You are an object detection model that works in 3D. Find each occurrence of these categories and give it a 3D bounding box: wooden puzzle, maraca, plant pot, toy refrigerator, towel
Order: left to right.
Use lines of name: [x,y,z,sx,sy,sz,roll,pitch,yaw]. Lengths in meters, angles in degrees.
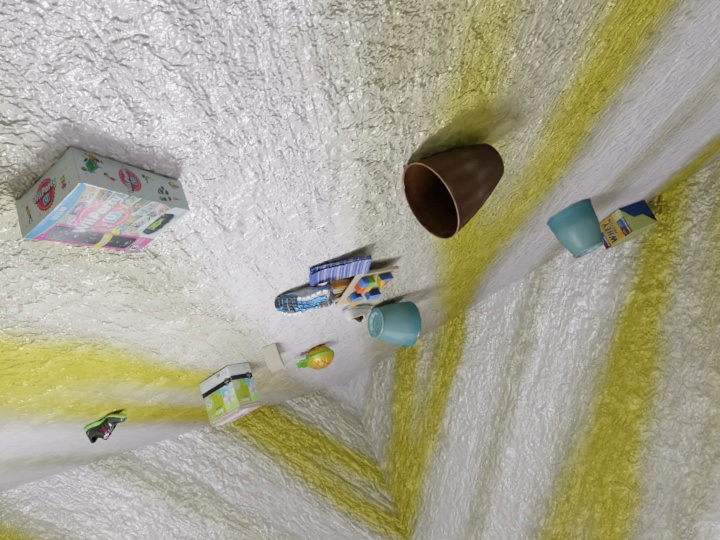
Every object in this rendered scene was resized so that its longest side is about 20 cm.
toy refrigerator: [-0.375,0.377,2.261,0.069,0.077,0.201,-21,164,-9]
maraca: [-0.221,0.437,2.604,0.196,0.109,0.138,-19,153,-5]
towel: [-0.062,0.006,1.618,0.196,0.024,0.145,-13,162,-9]
wooden puzzle: [0.027,0.062,1.821,0.183,0.047,0.200,-10,151,-41]
plant pot: [0.139,0.236,2.357,0.184,0.204,0.200,5,151,-29]
plant pot: [0.228,-0.205,1.211,0.198,0.188,0.187,-34,168,-20]
plant pot: [0.921,-0.165,2.232,0.196,0.191,0.201,-21,163,-7]

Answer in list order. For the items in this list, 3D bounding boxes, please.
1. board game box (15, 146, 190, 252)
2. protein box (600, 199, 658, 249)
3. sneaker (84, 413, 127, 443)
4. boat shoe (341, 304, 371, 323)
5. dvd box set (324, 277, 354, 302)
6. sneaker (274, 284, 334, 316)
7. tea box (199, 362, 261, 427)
board game box: [-0.392,-0.099,0.820,0.146,0.065,0.199,-32,161,22]
protein box: [1.369,-0.235,2.735,0.195,0.137,0.201,-18,162,-21]
sneaker: [-1.014,0.632,2.127,0.197,0.085,0.077,-29,164,14]
boat shoe: [-0.007,0.187,2.209,0.070,0.071,0.199,-30,162,21]
dvd box set: [-0.069,0.072,1.844,0.198,0.030,0.146,-6,155,-46]
sneaker: [-0.176,0.087,1.683,0.195,0.076,0.087,-9,-156,2]
tea box: [-0.556,0.531,2.260,0.198,0.200,0.133,-33,161,27]
